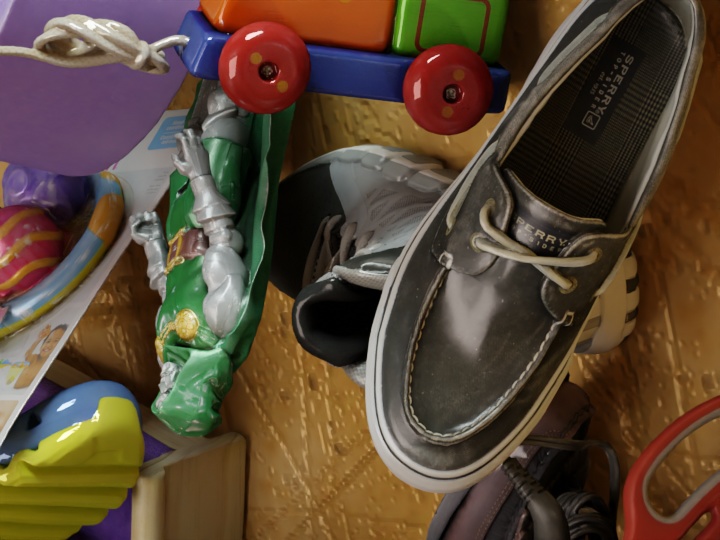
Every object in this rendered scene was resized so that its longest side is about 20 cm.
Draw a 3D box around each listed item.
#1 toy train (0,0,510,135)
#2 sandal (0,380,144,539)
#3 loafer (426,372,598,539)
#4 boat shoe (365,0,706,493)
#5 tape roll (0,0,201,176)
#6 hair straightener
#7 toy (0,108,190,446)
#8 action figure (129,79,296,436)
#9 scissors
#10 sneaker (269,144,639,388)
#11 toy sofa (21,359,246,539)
[{"bbox_3d":[-0.038,-0.122,1.025,0.085,0.200,0.116,-127,45,-70],"label":"toy train"},{"bbox_3d":[-0.177,0.088,1.208,0.200,0.079,0.087,-28,60,30],"label":"sandal"},{"bbox_3d":[0.059,0.117,1.091,0.063,0.072,0.200,39,136,15],"label":"loafer"},{"bbox_3d":[0.058,-0.018,0.961,0.072,0.071,0.200,25,83,-1],"label":"boat shoe"},{"bbox_3d":[-0.135,-0.143,1.134,0.200,0.085,0.200,-26,58,53],"label":"tape roll"},{"bbox_3d":[0.081,0.131,1.049,0.041,0.077,0.200,3,130,24],"label":"hair straightener"},{"bbox_3d":[-0.155,-0.003,1.185,0.115,0.200,0.047,-1,143,46],"label":"toy"},{"bbox_3d":[-0.059,-0.024,1.101,0.118,0.055,0.200,129,150,-53],"label":"action figure"},{"bbox_3d":[0.083,0.121,0.983,0.073,0.200,0.014,54,166,1],"label":"scissors"},{"bbox_3d":[0.000,0.000,1.070,0.200,0.115,0.075,8,109,45],"label":"sneaker"},{"bbox_3d":[-0.152,0.091,1.275,0.200,0.098,0.083,25,120,40],"label":"toy sofa"}]
